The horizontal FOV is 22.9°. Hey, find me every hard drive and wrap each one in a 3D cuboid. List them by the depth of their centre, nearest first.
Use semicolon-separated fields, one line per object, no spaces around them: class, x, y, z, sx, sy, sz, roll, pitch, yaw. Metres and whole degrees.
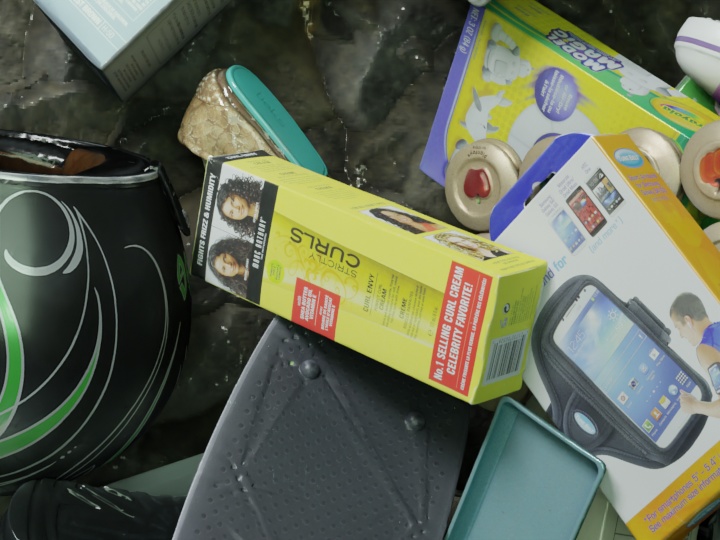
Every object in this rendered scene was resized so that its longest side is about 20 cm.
hard drive;-0.026;0.131;0.929;0.134;0.042;0.201;26;54;-7

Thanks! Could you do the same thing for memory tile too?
memory tile;0.129;0.002;0.934;0.199;0.017;0.154;-2;93;39

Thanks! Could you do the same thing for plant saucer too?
plant saucer;0.070;0.167;0.932;0.070;0.019;0.201;34;114;33

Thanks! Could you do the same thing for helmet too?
helmet;-0.193;0.028;0.970;0.199;0.200;0.192;6;101;0

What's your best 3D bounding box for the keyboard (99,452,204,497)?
keyboard;-0.093;0.133;1.011;0.199;0.011;0.057;-19;70;16

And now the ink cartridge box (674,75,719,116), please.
ink cartridge box;0.265;-0.049;1.030;0.200;0.083;0.147;42;86;4

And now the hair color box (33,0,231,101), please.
hair color box;-0.091;-0.195;1.030;0.200;0.099;0.061;-44;86;-4

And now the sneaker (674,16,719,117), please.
sneaker;0.229;-0.042;0.953;0.200;0.073;0.114;40;94;8

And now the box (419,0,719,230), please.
box;0.129;-0.056;0.980;0.200;0.048;0.118;36;126;29

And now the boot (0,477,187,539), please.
boot;-0.120;0.199;0.983;0.199;0.169;0.077;14;43;-14

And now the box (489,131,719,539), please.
box;0.133;0.027;0.898;0.119;0.041;0.200;-49;67;32

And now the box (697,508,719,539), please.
box;0.243;0.197;0.960;0.103;0.182;0.201;5;85;2

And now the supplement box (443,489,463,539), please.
supplement box;0.003;0.219;1.017;0.108;0.061;0.201;9;86;1

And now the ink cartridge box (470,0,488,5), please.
ink cartridge box;0.083;-0.254;0.985;0.147;0.083;0.200;46;41;2

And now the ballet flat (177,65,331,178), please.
ballet flat;-0.034;-0.030;1.044;0.065;0.070;0.200;-42;84;24

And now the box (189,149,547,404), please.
box;0.000;0.000;0.945;0.199;0.050;0.076;24;112;32

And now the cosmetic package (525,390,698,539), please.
cosmetic package;0.135;0.140;0.996;0.071;0.105;0.201;8;83;42
